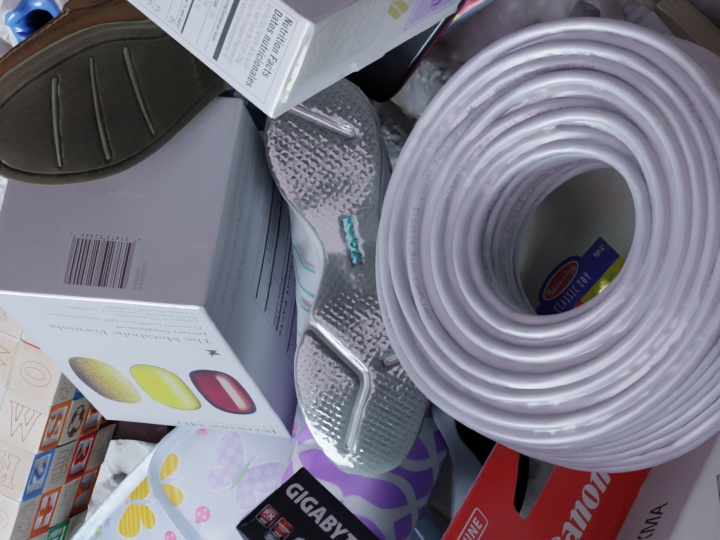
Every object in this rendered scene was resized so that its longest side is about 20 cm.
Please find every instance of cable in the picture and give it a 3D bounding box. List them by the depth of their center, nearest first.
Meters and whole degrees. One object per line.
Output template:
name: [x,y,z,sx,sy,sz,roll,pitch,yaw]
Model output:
cable: [0.100,-0.013,0.953,0.200,0.069,0.200,44,102,35]

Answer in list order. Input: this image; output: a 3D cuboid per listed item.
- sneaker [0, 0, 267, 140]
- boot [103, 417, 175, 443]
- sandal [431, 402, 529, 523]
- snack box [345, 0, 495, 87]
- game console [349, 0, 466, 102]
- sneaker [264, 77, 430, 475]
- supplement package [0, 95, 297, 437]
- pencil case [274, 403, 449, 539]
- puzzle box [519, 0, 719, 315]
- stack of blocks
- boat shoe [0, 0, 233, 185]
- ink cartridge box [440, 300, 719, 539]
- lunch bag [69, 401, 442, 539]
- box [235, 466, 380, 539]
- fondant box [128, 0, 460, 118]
sneaker: [-0.106,-0.084,1.123,0.081,0.146,0.200,-37,89,41]
boot: [-0.180,0.093,1.313,0.166,0.072,0.201,12,115,33]
sandal: [0.076,0.080,1.107,0.043,0.076,0.200,22,148,23]
snack box: [0.001,-0.176,1.063,0.200,0.053,0.143,-31,91,41]
game console: [-0.014,-0.201,1.007,0.200,0.031,0.177,47,130,9]
sneaker: [0.000,0.000,1.060,0.070,0.080,0.201,-6,96,7]
supplement package: [-0.097,0.001,1.090,0.113,0.110,0.200,4,159,14]
pencil case: [0.001,0.092,1.117,0.085,0.084,0.201,19,80,42]
puzzle box: [0.144,-0.023,1.057,0.133,0.025,0.200,45,130,8]
stack of blocks: [-0.190,0.098,1.225,0.058,0.115,0.201,21,101,13]
boat shoe: [-0.108,-0.100,0.990,0.068,0.200,0.072,29,134,38]
ink cartridge box: [0.130,0.135,1.006,0.045,0.200,0.176,-18,116,41]
lunch bag: [-0.050,0.157,1.217,0.170,0.127,0.200,53,128,9]
box: [0.034,0.199,0.988,0.159,0.046,0.200,40,164,42]
fondant box: [-0.060,-0.169,0.945,0.200,0.144,0.058,40,133,14]
